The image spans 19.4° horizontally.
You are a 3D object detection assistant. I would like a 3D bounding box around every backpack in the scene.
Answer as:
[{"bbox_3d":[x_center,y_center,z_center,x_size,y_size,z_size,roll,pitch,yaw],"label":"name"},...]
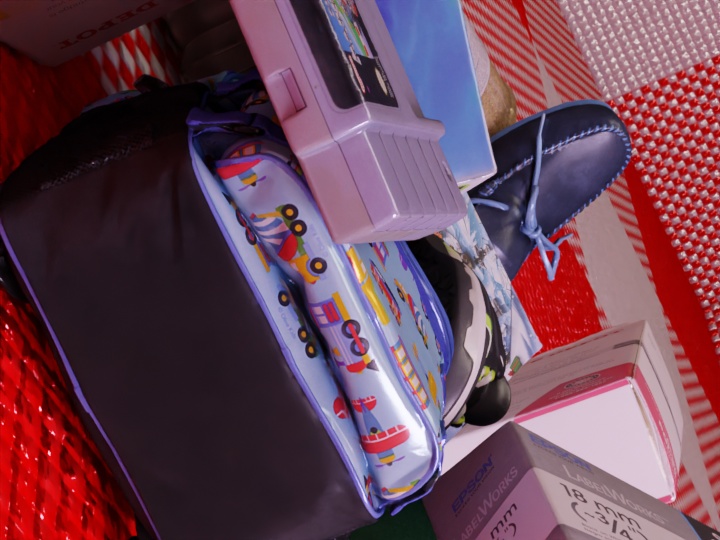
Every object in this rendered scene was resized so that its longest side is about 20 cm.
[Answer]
[{"bbox_3d":[-0.046,0.005,0.820,0.200,0.134,0.183,-73,139,-72],"label":"backpack"}]

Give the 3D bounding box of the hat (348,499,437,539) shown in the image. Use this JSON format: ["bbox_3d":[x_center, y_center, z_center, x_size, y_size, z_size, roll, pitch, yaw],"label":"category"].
[{"bbox_3d":[0.061,0.122,0.957,0.166,0.175,0.200,-96,160,-56],"label":"hat"}]

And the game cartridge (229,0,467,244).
[{"bbox_3d":[-0.020,-0.106,0.744,0.130,0.038,0.201,-2,68,-81],"label":"game cartridge"}]

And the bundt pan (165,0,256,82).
[{"bbox_3d":[-0.049,-0.123,1.148,0.202,0.075,0.203,-21,90,-77],"label":"bundt pan"}]

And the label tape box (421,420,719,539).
[{"bbox_3d":[0.108,0.129,0.877,0.144,0.063,0.200,28,16,-22],"label":"label tape box"}]

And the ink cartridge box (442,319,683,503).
[{"bbox_3d":[0.124,0.106,1.326,0.200,0.146,0.083,-38,107,-77],"label":"ink cartridge box"}]

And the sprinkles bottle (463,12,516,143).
[{"bbox_3d":[0.024,-0.130,1.135,0.200,0.068,0.069,50,22,-54],"label":"sprinkles bottle"}]

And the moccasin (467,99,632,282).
[{"bbox_3d":[0.072,-0.015,1.176,0.081,0.200,0.068,48,8,-34],"label":"moccasin"}]

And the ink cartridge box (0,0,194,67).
[{"bbox_3d":[-0.119,-0.176,0.831,0.200,0.128,0.126,29,40,-72],"label":"ink cartridge box"}]

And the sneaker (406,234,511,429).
[{"bbox_3d":[0.044,0.037,0.944,0.083,0.072,0.200,45,13,-14],"label":"sneaker"}]

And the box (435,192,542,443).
[{"bbox_3d":[0.000,0.000,1.049,0.137,0.040,0.201,-42,119,-29],"label":"box"}]

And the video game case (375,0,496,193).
[{"bbox_3d":[-0.002,-0.121,0.910,0.181,0.045,0.201,153,-74,-77],"label":"video game case"}]
